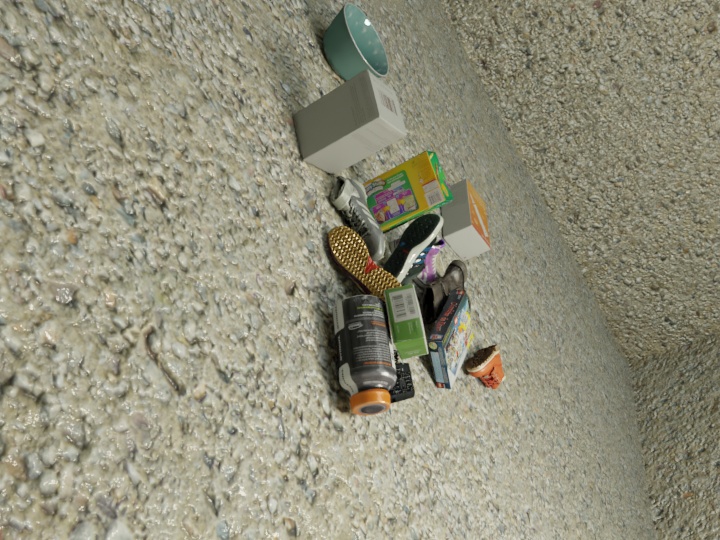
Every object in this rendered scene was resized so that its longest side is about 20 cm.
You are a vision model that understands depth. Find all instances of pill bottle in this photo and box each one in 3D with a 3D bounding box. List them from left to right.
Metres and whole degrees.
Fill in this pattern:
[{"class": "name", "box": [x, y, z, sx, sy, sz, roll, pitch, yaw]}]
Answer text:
[{"class": "pill bottle", "box": [0.008, 0.155, 1.216, 0.106, 0.105, 0.202, 32, 42, -48]}]

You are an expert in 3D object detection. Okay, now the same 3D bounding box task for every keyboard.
[{"class": "keyboard", "box": [0.063, 0.210, 1.346, 0.199, 0.039, 0.105, 6, 65, -61]}]

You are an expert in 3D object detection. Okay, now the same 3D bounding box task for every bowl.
[{"class": "bowl", "box": [-0.023, -0.565, 1.729, 0.201, 0.104, 0.202, 42, 35, -39]}]

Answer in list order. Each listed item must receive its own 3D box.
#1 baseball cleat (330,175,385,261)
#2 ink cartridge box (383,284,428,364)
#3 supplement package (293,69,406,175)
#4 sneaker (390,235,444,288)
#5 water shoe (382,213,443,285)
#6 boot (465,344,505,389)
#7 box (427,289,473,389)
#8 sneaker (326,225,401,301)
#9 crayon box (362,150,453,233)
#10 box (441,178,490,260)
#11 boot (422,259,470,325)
[{"class": "baseball cleat", "box": [-0.014, -0.112, 1.446, 0.106, 0.070, 0.202, 14, 48, -50]}, {"class": "ink cartridge box", "box": [0.092, 0.108, 1.303, 0.200, 0.059, 0.105, 66, 13, -69]}, {"class": "supplement package", "box": [-0.024, -0.306, 1.416, 0.117, 0.199, 0.119, 16, 55, -56]}, {"class": "sneaker", "box": [0.171, -0.024, 1.648, 0.200, 0.113, 0.073, 40, 35, -44]}, {"class": "water shoe", "box": [0.122, -0.041, 1.535, 0.071, 0.201, 0.079, 34, -8, 38]}, {"class": "boot", "box": [0.336, 0.265, 1.771, 0.199, 0.074, 0.108, -10, 82, -64]}, {"class": "box", "box": [0.214, 0.158, 1.580, 0.200, 0.037, 0.138, -54, 137, -49]}, {"class": "sneaker", "box": [0.000, 0.000, 1.376, 0.200, 0.075, 0.090, 50, -17, 5]}, {"class": "crayon box", "box": [0.098, -0.174, 1.535, 0.058, 0.199, 0.120, -9, 77, -62]}, {"class": "box", "box": [0.313, -0.153, 2.025, 0.124, 0.097, 0.202, 43, 35, -38]}, {"class": "boot", "box": [0.205, 0.084, 1.674, 0.174, 0.069, 0.202, -41, 131, -45]}]
